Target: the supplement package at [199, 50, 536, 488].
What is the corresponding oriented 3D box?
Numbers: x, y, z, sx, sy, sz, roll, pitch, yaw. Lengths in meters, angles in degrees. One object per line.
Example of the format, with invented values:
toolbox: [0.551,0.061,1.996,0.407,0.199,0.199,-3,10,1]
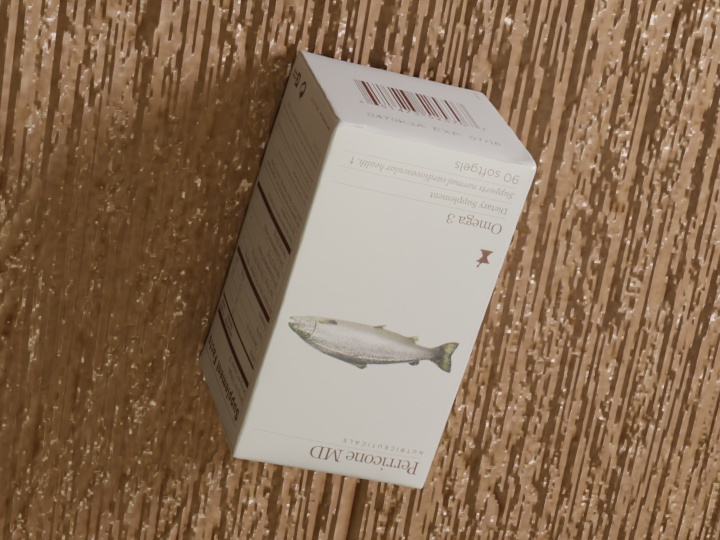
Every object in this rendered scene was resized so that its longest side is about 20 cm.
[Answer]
supplement package: [0.000,0.000,1.261,0.117,0.117,0.200,11,112,-18]
